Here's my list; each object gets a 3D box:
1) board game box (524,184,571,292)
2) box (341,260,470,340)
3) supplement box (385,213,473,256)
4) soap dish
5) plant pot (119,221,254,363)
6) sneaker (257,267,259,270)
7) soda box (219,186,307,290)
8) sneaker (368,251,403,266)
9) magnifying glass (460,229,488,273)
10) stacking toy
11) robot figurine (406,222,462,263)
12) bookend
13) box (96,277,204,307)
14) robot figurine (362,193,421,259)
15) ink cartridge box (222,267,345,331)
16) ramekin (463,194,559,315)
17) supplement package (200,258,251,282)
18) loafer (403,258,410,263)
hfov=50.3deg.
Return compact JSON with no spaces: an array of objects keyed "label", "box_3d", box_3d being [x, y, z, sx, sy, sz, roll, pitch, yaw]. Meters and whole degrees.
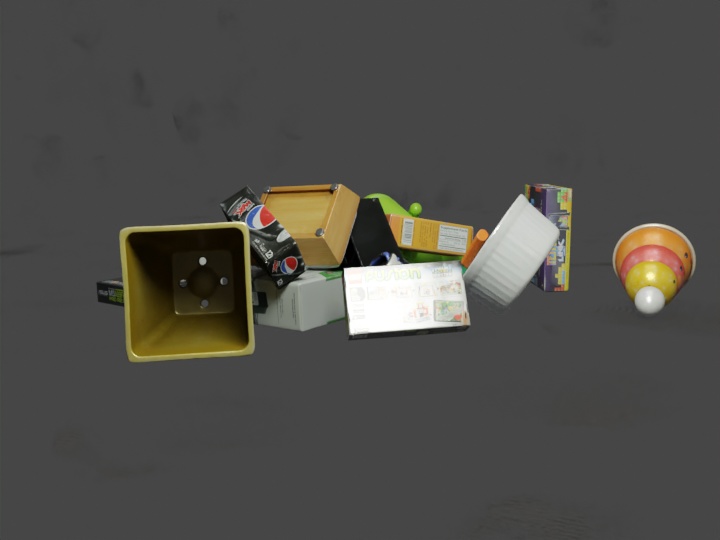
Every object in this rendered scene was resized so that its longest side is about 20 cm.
[{"label":"board game box","box_3d":[0.381,-0.071,1.581,0.055,0.206,0.165,-1,9,-2]},{"label":"box","box_3d":[0.072,0.047,1.229,0.194,0.113,0.035,-3,-19,-8]},{"label":"supplement box","box_3d":[0.131,-0.070,1.564,0.196,0.071,0.066,9,-2,-25]},{"label":"soap dish","box_3d":[-0.112,-0.084,1.410,0.195,0.082,0.160,0,52,23]},{"label":"plant pot","box_3d":[-0.262,0.028,1.229,0.189,0.201,0.200,-3,3,-4]},{"label":"sneaker","box_3d":[-0.117,0.013,1.576,0.118,0.086,0.199,9,5,20]},{"label":"soda box","box_3d":[-0.168,-0.059,1.308,0.063,0.072,0.200,-32,46,-12]},{"label":"sneaker","box_3d":[0.073,0.024,1.305,0.196,0.118,0.080,-8,-6,-34]},{"label":"magnifying glass","box_3d":[0.180,-0.003,1.367,0.022,0.201,0.080,35,53,7]},{"label":"stacking toy","box_3d":[0.508,0.023,1.338,0.143,0.149,0.201,2,30,23]},{"label":"robot figurine","box_3d":[0.145,-0.052,1.785,0.196,0.119,0.175,3,23,30]},{"label":"bookend","box_3d":[0.000,0.000,1.512,0.090,0.202,0.202,-6,-34,-23]},{"label":"box","box_3d":[-0.430,0.040,1.601,0.197,0.046,0.158,6,13,40]},{"label":"robot figurine","box_3d":[0.054,-0.093,1.689,0.172,0.118,0.200,-15,33,-20]},{"label":"ink cartridge box","box_3d":[-0.130,0.046,1.372,0.197,0.085,0.145,5,12,39]},{"label":"ramekin","box_3d":[0.259,-0.021,1.333,0.097,0.203,0.200,35,17,7]},{"label":"supplement package","box_3d":[-0.330,-0.029,1.748,0.117,0.125,0.199,-6,11,-24]},{"label":"loafer","box_3d":[0.083,0.015,1.547,0.071,0.074,0.199,21,1,-24]}]
